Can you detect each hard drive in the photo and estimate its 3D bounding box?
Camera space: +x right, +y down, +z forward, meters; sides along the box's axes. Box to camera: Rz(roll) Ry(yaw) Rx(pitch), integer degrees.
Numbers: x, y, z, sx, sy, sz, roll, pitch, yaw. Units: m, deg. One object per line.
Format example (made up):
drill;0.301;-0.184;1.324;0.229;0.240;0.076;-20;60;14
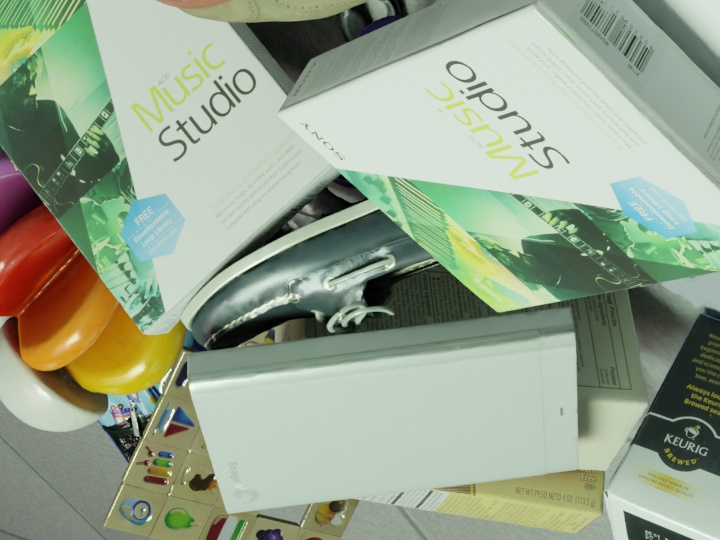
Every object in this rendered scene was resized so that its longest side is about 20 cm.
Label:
hard drive;0.016;0.078;1.006;0.199;0.026;0.132;-8;142;2

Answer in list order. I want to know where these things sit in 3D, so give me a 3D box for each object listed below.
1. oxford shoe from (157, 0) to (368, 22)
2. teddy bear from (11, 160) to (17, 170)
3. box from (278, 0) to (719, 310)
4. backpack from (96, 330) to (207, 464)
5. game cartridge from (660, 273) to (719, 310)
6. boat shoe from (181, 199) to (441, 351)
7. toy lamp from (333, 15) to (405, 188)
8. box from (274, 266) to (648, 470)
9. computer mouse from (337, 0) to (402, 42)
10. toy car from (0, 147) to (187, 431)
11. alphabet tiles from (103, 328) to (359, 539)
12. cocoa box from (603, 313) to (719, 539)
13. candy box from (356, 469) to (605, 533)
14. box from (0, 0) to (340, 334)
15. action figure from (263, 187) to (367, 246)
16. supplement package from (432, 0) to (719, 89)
oxford shoe;-0.004;-0.157;0.877;0.199;0.071;0.075;-4;168;23
teddy bear;-0.135;-0.093;1.089;0.199;0.145;0.067;19;142;16
box;0.069;-0.048;0.762;0.144;0.036;0.200;41;157;-19
backpack;-0.116;0.038;1.280;0.134;0.183;0.200;-9;126;43
game cartridge;0.138;-0.057;0.954;0.200;0.041;0.133;34;160;-5
boat shoe;0.000;0.000;0.978;0.062;0.200;0.075;64;-171;8
toy lamp;0.007;-0.084;1.009;0.058;0.058;0.200;32;166;-2
box;0.056;0.054;1.076;0.199;0.095;0.078;6;142;-12
computer mouse;-0.025;-0.167;0.941;0.058;0.034;0.200;14;151;34
toy car;-0.192;-0.014;1.134;0.150;0.175;0.200;26;-159;-53
alphabet tiles;-0.055;0.100;1.219;0.167;0.201;0.008;18;-164;-27
cocoa box;0.259;0.137;1.062;0.199;0.131;0.134;21;154;24
candy box;0.051;0.087;1.155;0.199;0.116;0.055;10;157;-7
box;-0.118;-0.087;1.001;0.200;0.144;0.036;51;-167;13
action figure;-0.046;-0.046;1.160;0.200;0.070;0.130;25;163;25
supplement package;0.149;-0.120;0.728;0.156;0.111;0.200;37;156;-12
